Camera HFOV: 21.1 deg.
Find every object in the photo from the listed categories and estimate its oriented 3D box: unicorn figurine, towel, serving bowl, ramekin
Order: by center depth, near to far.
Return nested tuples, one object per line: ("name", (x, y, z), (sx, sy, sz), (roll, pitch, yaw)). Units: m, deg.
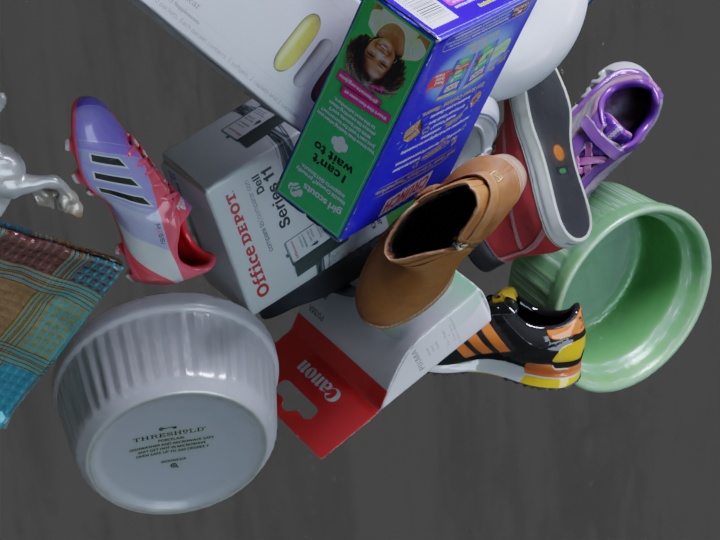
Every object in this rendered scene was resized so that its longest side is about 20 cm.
("unicorn figurine", (-0.290, -0.064, 1.506), (0.137, 0.074, 0.201), (25, 99, -41))
("towel", (-0.299, 0.047, 1.556), (0.146, 0.022, 0.200), (18, 123, -41))
("serving bowl", (0.103, -0.243, 1.632), (0.198, 0.066, 0.202), (0, 92, -9))
("ramekin", (-0.161, 0.122, 1.644), (0.200, 0.095, 0.204), (-8, 136, -8))
("ramekin", (0.242, 0.010, 1.920), (0.198, 0.098, 0.202), (-17, 124, -27))

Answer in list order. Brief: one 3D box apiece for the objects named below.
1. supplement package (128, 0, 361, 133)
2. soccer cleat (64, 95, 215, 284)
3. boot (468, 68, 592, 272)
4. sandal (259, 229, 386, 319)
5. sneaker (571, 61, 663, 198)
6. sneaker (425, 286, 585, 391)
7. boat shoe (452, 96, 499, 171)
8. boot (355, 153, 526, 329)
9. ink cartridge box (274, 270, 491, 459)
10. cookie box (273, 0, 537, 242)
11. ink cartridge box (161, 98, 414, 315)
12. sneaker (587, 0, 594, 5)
("supplement package", (-0.107, -0.222, 1.496), (0.111, 0.156, 0.200), (-53, 132, 1))
("soccer cleat", (-0.180, -0.066, 1.577), (0.076, 0.067, 0.201), (-6, 133, 14))
("boot", (0.128, -0.106, 1.793), (0.072, 0.144, 0.202), (-1, 78, -46))
("sandal", (0.000, 0.000, 1.710), (0.199, 0.076, 0.043), (-24, 103, 23))
("sneaker", (0.215, -0.116, 1.823), (0.080, 0.088, 0.200), (42, 85, -13))
("sneaker", (0.115, 0.050, 1.821), (0.198, 0.070, 0.091), (9, 117, 5))
("boat shoe", (0.087, -0.095, 1.699), (0.073, 0.066, 0.200), (-4, 162, 1))
("boot", (0.050, -0.014, 1.563), (0.200, 0.077, 0.155), (-39, 178, 21))
("ink cartridge box", (-0.005, 0.055, 1.722), (0.199, 0.161, 0.050), (-37, 131, -13))
("cookie box", (0.037, -0.141, 1.515), (0.171, 0.075, 0.201), (-32, 154, -51))
("ink cartridge box", (-0.054, -0.078, 1.664), (0.199, 0.083, 0.147), (-33, 130, -17))
("sneaker", (0.222, -0.326, 1.744), (0.095, 0.079, 0.201), (18, 112, -50))
